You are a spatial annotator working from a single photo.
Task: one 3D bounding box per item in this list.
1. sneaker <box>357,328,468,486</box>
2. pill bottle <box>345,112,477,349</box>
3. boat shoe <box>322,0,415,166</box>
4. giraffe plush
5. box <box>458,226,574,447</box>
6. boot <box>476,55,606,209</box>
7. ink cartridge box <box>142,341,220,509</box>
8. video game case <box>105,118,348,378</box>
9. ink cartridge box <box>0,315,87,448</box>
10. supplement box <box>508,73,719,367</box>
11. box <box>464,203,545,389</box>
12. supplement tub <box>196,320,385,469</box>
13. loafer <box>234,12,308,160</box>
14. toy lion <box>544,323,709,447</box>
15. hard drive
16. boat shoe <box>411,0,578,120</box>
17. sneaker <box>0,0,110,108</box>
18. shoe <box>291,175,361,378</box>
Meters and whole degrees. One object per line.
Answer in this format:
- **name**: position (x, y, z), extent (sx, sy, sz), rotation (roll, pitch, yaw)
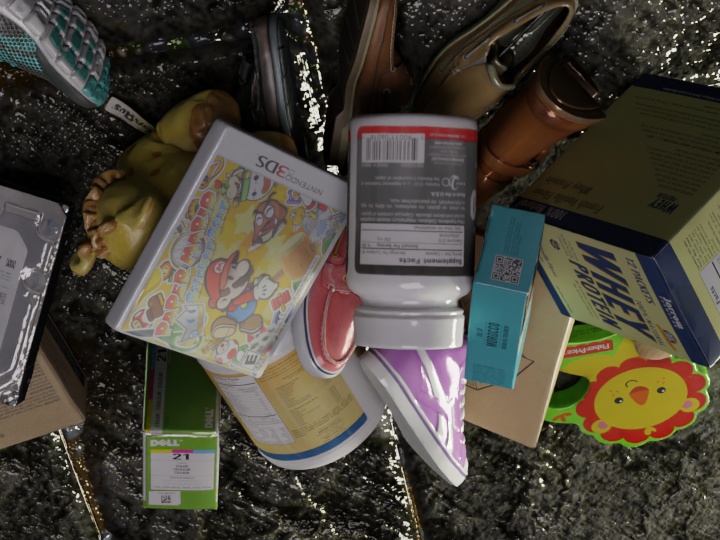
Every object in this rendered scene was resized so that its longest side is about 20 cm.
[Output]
- **sneaker**: position (0.087, 0.121, 1.713), extent (0.114, 0.073, 0.201), rotation (-39, 132, -12)
- **pill bottle**: position (0.044, -0.034, 1.534), extent (0.114, 0.114, 0.200), rotation (1, 92, -4)
- **boat shoe**: position (0.015, -0.179, 1.585), extent (0.068, 0.072, 0.200), rotation (4, 134, -11)
- **giraffe plush**: position (-0.173, -0.059, 1.563), extent (0.200, 0.162, 0.173), rotation (22, 136, 7)
- **box**: position (0.123, 0.059, 1.724), extent (0.163, 0.021, 0.200), rotation (23, 119, 17)
- **boot**: position (0.139, -0.113, 1.557), extent (0.155, 0.200, 0.074), rotation (-43, 88, 15)
- **ink cartridge box**: position (-0.174, 0.113, 1.724), extent (0.076, 0.148, 0.200), rotation (2, 125, -5)
- **video game case**: position (-0.106, -0.014, 1.536), extent (0.182, 0.023, 0.200), rotation (23, 99, -46)
- **ink cartridge box**: position (-0.395, 0.102, 1.748), extent (0.200, 0.075, 0.165), rotation (-18, 125, 8)
- **supplement box**: position (0.279, -0.050, 1.560), extent (0.200, 0.200, 0.134), rotation (-44, 123, -18)
- **box**: position (0.129, 0.027, 1.584), extent (0.049, 0.082, 0.200), rotation (12, 153, 7)
- **supplement tub**: position (-0.076, 0.080, 1.709), extent (0.145, 0.145, 0.200), rotation (-22, 123, 12)
- **loafer**: position (-0.088, -0.140, 1.603), extent (0.063, 0.072, 0.200), rotation (-4, 127, 7)
- **toy lion**: position (0.257, 0.112, 1.809), extent (0.200, 0.069, 0.192), rotation (-9, 133, 4)
- **hard drive**: position (-0.357, 0.013, 1.644), extent (0.140, 0.038, 0.200), rotation (18, 98, 3)
- **boat shoe**: position (0.117, -0.184, 1.576), extent (0.072, 0.076, 0.200), rotation (29, 119, -22)
- **sneaker**: position (-0.305, -0.213, 1.546), extent (0.091, 0.078, 0.200), rotation (-26, 120, 33)
- **shoe**: position (0.000, 0.000, 1.620), extent (0.071, 0.200, 0.091), rotation (27, 155, -38)
